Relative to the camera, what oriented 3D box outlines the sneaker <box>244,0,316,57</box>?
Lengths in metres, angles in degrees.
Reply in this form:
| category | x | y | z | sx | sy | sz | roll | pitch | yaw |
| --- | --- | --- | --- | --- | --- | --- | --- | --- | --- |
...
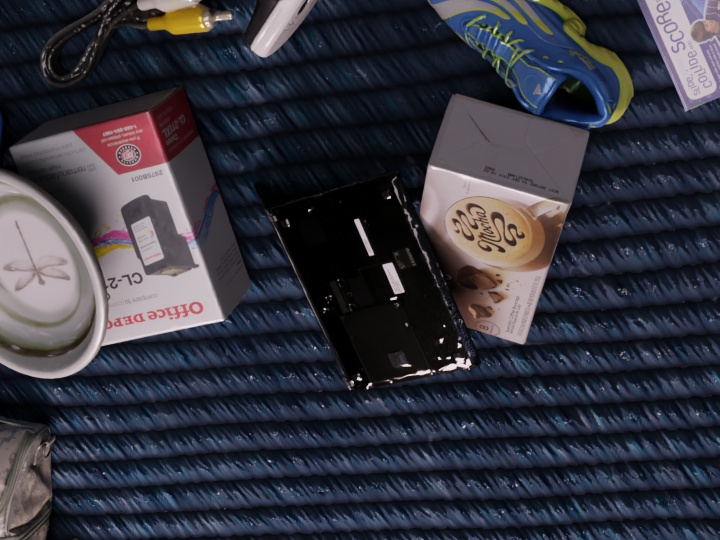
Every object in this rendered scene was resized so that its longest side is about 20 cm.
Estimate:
| category | x | y | z | sx | sy | sz | roll | pitch | yaw |
| --- | --- | --- | --- | --- | --- | --- | --- | --- | --- |
| sneaker | -0.066 | -0.283 | 1.146 | 0.112 | 0.073 | 0.201 | 34 | 108 | 2 |

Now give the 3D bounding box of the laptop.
| category | x | y | z | sx | sy | sz | roll | pitch | yaw |
| --- | --- | --- | --- | --- | --- | --- | --- | --- | --- |
| laptop | 0.000 | 0.000 | 1.206 | 0.199 | 0.103 | 0.178 | -14 | 110 | 32 |

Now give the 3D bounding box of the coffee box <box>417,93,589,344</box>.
| category | x | y | z | sx | sy | sz | roll | pitch | yaw |
| --- | --- | --- | --- | --- | --- | --- | --- | --- | --- |
| coffee box | 0.105 | -0.037 | 1.151 | 0.112 | 0.080 | 0.201 | 17 | 146 | 5 |

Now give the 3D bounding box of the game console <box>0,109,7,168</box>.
| category | x | y | z | sx | sy | sz | roll | pitch | yaw |
| --- | --- | --- | --- | --- | --- | --- | --- | --- | --- |
| game console | -0.414 | -0.063 | 1.352 | 0.198 | 0.118 | 0.172 | 2 | 82 | 12 |

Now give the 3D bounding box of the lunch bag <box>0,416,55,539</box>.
| category | x | y | z | sx | sy | sz | roll | pitch | yaw |
| --- | --- | --- | --- | --- | --- | --- | --- | --- | --- |
| lunch bag | -0.409 | 0.211 | 1.409 | 0.199 | 0.139 | 0.169 | 13 | 99 | 8 |

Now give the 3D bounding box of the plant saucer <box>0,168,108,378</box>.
| category | x | y | z | sx | sy | sz | roll | pitch | yaw |
| --- | --- | --- | --- | --- | --- | --- | --- | --- | --- |
| plant saucer | -0.291 | -0.004 | 1.241 | 0.199 | 0.050 | 0.201 | 14 | 122 | 24 |

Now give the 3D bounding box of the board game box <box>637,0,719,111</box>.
| category | x | y | z | sx | sy | sz | roll | pitch | yaw |
| --- | --- | --- | --- | --- | --- | --- | --- | --- | --- |
| board game box | 0.274 | -0.241 | 1.093 | 0.135 | 0.034 | 0.201 | -21 | 106 | 22 |

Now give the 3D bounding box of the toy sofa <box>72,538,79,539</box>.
| category | x | y | z | sx | sy | sz | roll | pitch | yaw |
| --- | --- | --- | --- | --- | --- | --- | --- | --- | --- |
| toy sofa | -0.270 | 0.386 | 1.472 | 0.200 | 0.083 | 0.098 | 45 | 114 | -7 |

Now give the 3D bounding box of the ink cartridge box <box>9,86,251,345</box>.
| category | x | y | z | sx | sy | sz | roll | pitch | yaw |
| --- | --- | --- | --- | --- | --- | --- | --- | --- | --- |
| ink cartridge box | -0.201 | -0.045 | 1.270 | 0.145 | 0.083 | 0.201 | -12 | 109 | 18 |

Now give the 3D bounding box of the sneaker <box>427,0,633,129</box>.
| category | x | y | z | sx | sy | sz | roll | pitch | yaw |
| --- | --- | --- | --- | --- | --- | --- | --- | --- | --- |
| sneaker | 0.130 | -0.180 | 1.116 | 0.199 | 0.105 | 0.076 | 32 | 115 | -2 |

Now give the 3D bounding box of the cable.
| category | x | y | z | sx | sy | sz | roll | pitch | yaw |
| --- | --- | --- | --- | --- | --- | --- | --- | --- | --- |
| cable | -0.206 | -0.224 | 1.212 | 0.199 | 0.050 | 0.098 | -21 | 106 | 20 |
